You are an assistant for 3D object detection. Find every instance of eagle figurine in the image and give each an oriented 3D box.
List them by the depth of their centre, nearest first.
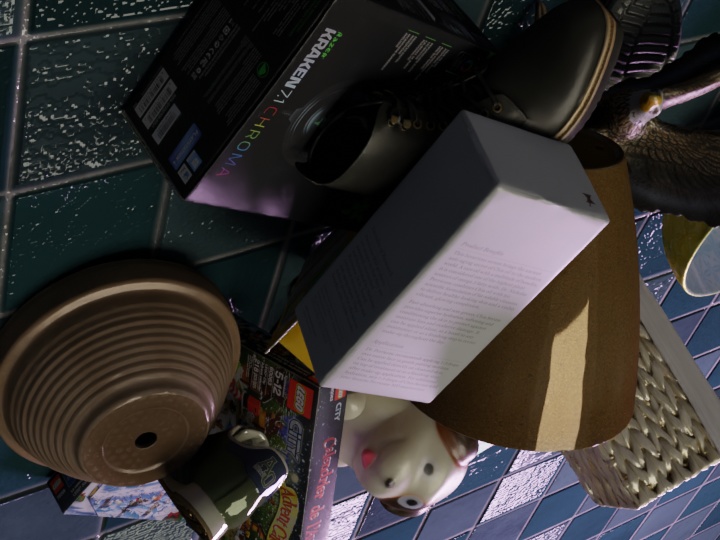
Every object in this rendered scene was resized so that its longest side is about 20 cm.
[{"bbox_3d":[0.231,-0.119,1.047,0.199,0.151,0.152,3,118,-2],"label":"eagle figurine"}]

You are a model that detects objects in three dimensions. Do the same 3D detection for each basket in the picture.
[{"bbox_3d":[0.241,0.117,1.275,0.123,0.200,0.136,-33,179,-13],"label":"basket"}]

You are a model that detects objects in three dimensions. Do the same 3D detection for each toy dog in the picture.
[{"bbox_3d":[0.011,0.124,1.192,0.140,0.200,0.194,-47,149,18],"label":"toy dog"}]

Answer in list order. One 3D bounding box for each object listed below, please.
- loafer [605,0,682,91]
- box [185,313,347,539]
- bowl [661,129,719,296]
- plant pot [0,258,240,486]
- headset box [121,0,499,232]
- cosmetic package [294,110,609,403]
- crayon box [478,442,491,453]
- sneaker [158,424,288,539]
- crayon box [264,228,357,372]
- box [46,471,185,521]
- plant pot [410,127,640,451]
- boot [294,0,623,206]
[{"bbox_3d":[0.213,-0.163,1.151,0.075,0.070,0.200,8,124,-11],"label":"loafer"},{"bbox_3d":[-0.082,0.154,1.130,0.038,0.136,0.201,-17,123,-45],"label":"box"},{"bbox_3d":[0.379,-0.080,1.388,0.200,0.108,0.200,-27,149,-18],"label":"bowl"},{"bbox_3d":[-0.176,0.096,1.023,0.200,0.093,0.201,-17,135,-18],"label":"plant pot"},{"bbox_3d":[-0.025,-0.124,0.912,0.174,0.093,0.200,-49,149,22],"label":"headset box"},{"bbox_3d":[0.055,-0.003,0.888,0.101,0.071,0.200,13,132,-37],"label":"cosmetic package"},{"bbox_3d":[0.154,0.093,1.383,0.200,0.119,0.058,-28,149,-16],"label":"crayon box"},{"bbox_3d":[-0.111,0.163,1.088,0.090,0.067,0.200,-35,-170,-14],"label":"sneaker"},{"bbox_3d":[0.000,0.000,1.036,0.126,0.052,0.200,-45,-171,19],"label":"crayon box"},{"bbox_3d":[-0.167,0.167,1.223,0.137,0.040,0.200,-47,149,15],"label":"box"},{"bbox_3d":[0.128,-0.001,0.996,0.186,0.186,0.201,-14,123,-35],"label":"plant pot"},{"bbox_3d":[0.065,-0.107,0.866,0.138,0.078,0.200,14,123,-49],"label":"boot"}]
